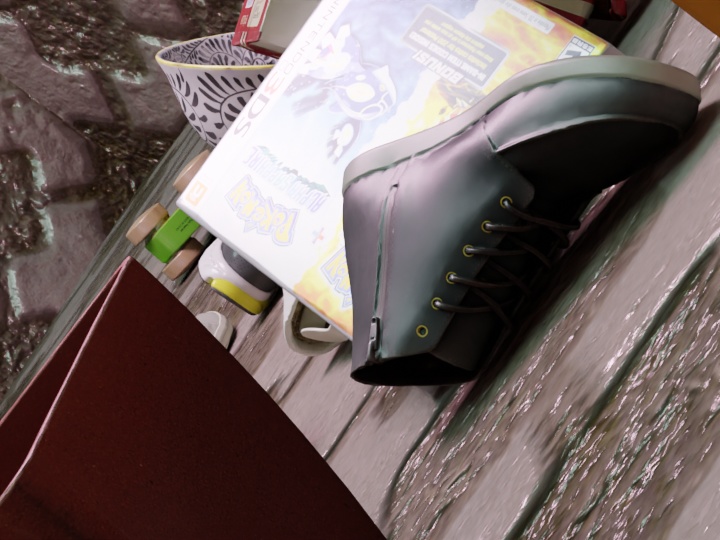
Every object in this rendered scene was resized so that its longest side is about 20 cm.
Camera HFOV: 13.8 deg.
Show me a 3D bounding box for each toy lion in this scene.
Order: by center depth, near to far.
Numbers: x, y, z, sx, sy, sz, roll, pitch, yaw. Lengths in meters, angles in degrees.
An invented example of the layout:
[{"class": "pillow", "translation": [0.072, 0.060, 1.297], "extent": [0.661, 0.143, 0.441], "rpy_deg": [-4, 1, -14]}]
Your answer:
[{"class": "toy lion", "translation": [-0.128, -0.092, 2.842], "extent": [0.192, 0.069, 0.200], "rpy_deg": [-50, 4, -33]}]

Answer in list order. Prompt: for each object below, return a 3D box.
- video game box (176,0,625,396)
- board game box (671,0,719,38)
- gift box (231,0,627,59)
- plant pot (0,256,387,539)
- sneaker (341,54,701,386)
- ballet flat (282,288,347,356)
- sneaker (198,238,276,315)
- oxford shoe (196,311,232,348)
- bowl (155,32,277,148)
[{"class": "video game box", "translation": [0.021, -0.060, 1.432], "extent": [0.182, 0.047, 0.200], "rpy_deg": [-56, 41, 1]}, {"class": "board game box", "translation": [0.166, -0.226, 1.051], "extent": [0.200, 0.200, 0.200], "rpy_deg": [-46, 10, 42]}, {"class": "gift box", "translation": [0.041, -0.156, 1.610], "extent": [0.185, 0.186, 0.201], "rpy_deg": [-126, 53, -80]}, {"class": "plant pot", "translation": [-0.076, 0.149, 0.971], "extent": [0.200, 0.176, 0.200], "rpy_deg": [-52, 7, 19]}, {"class": "sneaker", "translation": [0.071, -0.016, 1.278], "extent": [0.200, 0.075, 0.107], "rpy_deg": [-25, 56, 45]}, {"class": "ballet flat", "translation": [0.000, 0.000, 1.643], "extent": [0.070, 0.069, 0.200], "rpy_deg": [-58, 4, -26]}, {"class": "sneaker", "translation": [-0.063, -0.039, 2.181], "extent": [0.085, 0.074, 0.200], "rpy_deg": [-45, 19, 21]}, {"class": "oxford shoe", "translation": [-0.138, 0.068, 2.172], "extent": [0.075, 0.058, 0.200], "rpy_deg": [-54, 5, 18]}, {"class": "bowl", "translation": [-0.044, -0.118, 2.135], "extent": [0.201, 0.200, 0.095], "rpy_deg": [-89, -4, -77]}]
